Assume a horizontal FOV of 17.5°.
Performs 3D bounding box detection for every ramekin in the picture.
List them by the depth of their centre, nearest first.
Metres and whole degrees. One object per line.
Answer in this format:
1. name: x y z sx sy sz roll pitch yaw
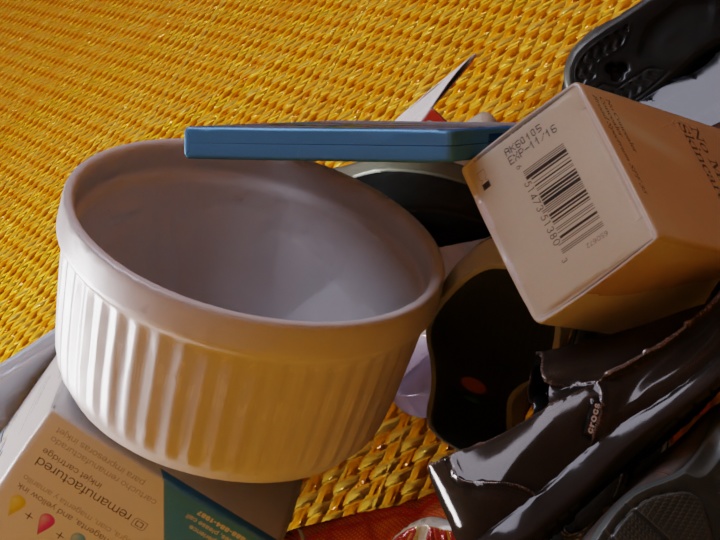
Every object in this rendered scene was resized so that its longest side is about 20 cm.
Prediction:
1. ramekin: -0.064 0.023 1.200 0.200 0.199 0.106 -86 8 -63

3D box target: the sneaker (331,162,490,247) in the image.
1. sneaker: 0.000 0.000 1.311 0.199 0.075 0.107 -5 67 39

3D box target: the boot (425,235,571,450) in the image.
1. boot: 0.092 -0.002 1.268 0.200 0.072 0.145 101 -166 -61

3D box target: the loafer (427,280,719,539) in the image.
1. loafer: 0.113 0.059 1.100 0.200 0.071 0.073 -38 -11 -17

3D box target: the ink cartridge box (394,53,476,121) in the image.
1. ink cartridge box: 0.024 -0.057 1.640 0.200 0.050 0.109 -53 10 -36

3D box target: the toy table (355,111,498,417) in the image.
1. toy table: 0.035 -0.007 1.456 0.183 0.117 0.200 -36 22 6

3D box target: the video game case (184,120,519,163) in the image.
1. video game case: 0.014 -0.068 1.215 0.142 0.018 0.200 2 5 22

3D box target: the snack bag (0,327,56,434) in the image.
1. snack bag: -0.150 0.078 1.410 0.188 0.200 0.021 -32 56 8

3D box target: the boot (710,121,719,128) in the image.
1. boot: 0.261 -0.112 1.298 0.199 0.064 0.187 -31 47 14

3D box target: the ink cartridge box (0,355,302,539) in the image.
1. ink cartridge box: -0.143 0.145 1.302 0.200 0.147 0.145 -53 11 27

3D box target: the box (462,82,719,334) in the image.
1. box: 0.147 -0.022 1.168 0.078 0.095 0.200 -37 -23 26

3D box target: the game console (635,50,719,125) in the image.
1. game console: 0.229 -0.074 1.399 0.199 0.116 0.176 -32 51 6

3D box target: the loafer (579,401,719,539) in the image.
1. loafer: 0.152 0.118 1.088 0.200 0.072 0.063 -43 3 -32

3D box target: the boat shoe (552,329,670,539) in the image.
1. boat shoe: 0.119 0.083 1.187 0.072 0.071 0.200 -28 23 23

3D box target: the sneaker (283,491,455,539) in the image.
1. sneaker: 0.022 0.155 1.224 0.077 0.073 0.199 -28 9 -41

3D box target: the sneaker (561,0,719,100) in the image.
1. sneaker: 0.211 -0.152 1.490 0.199 0.076 0.114 -35 -4 -6
